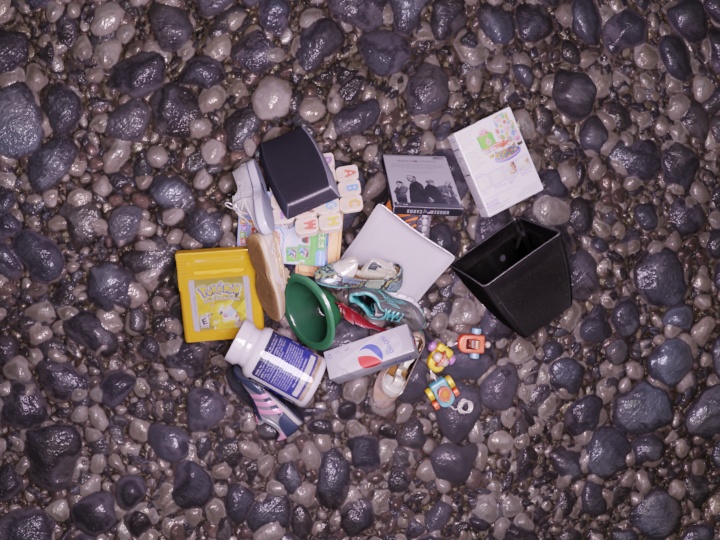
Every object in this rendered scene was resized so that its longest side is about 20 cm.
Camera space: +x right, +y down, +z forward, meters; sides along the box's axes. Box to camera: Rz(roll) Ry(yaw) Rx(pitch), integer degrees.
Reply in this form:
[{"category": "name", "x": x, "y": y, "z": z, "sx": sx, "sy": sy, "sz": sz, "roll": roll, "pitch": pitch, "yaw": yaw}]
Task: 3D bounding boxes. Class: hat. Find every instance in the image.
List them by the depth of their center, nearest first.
[{"category": "hat", "x": -0.055, "y": 0.071, "z": 1.510, "sx": 0.175, "sy": 0.164, "sz": 0.203, "roll": -28, "pitch": 113, "yaw": -39}]

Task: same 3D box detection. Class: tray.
[{"category": "tray", "x": -0.089, "y": -0.088, "z": 1.502, "sx": 0.097, "sy": 0.037, "sz": 0.204, "roll": 4, "pitch": 92, "yaw": -8}]

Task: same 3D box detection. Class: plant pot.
[{"category": "plant pot", "x": 0.349, "y": 0.024, "z": 1.496, "sx": 0.198, "sy": 0.200, "sz": 0.179, "roll": -34, "pitch": 108, "yaw": -4}]

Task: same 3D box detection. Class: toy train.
[{"category": "toy train", "x": 0.222, "y": 0.229, "z": 1.554, "sx": 0.147, "sy": 0.056, "sz": 0.204, "roll": 8, "pitch": 92, "yaw": -8}]

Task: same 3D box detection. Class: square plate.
[{"category": "square plate", "x": 0.077, "y": -0.029, "z": 1.474, "sx": 0.197, "sy": 0.029, "sz": 0.201, "roll": 35, "pitch": 132, "yaw": -3}]

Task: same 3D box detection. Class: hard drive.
[{"category": "hard drive", "x": -0.133, "y": -0.212, "z": 1.430, "sx": 0.133, "sy": 0.043, "sz": 0.202, "roll": -22, "pitch": 59, "yaw": -5}]

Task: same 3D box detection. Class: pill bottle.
[{"category": "pill bottle", "x": -0.181, "y": 0.194, "z": 1.445, "sx": 0.198, "sy": 0.116, "sz": 0.117, "roll": 30, "pitch": 90, "yaw": -8}]

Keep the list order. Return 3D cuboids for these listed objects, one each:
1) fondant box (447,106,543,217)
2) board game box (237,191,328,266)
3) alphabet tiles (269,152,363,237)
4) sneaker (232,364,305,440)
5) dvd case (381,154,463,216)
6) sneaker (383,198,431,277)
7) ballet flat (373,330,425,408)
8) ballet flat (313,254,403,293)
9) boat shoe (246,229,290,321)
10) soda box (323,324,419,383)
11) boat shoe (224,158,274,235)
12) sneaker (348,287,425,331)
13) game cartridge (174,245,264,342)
[{"category": "fondant box", "x": 0.303, "y": -0.242, "z": 1.533, "sx": 0.142, "sy": 0.058, "sz": 0.203, "roll": -25, "pitch": 97, "yaw": -5}, {"category": "board game box", "x": -0.165, "y": -0.091, "z": 1.466, "sx": 0.196, "sy": 0.037, "sz": 0.154, "roll": 4, "pitch": 93, "yaw": 9}, {"category": "alphabet tiles", "x": -0.095, "y": -0.161, "z": 1.428, "sx": 0.192, "sy": 0.015, "sz": 0.203, "roll": -9, "pitch": 58, "yaw": 1}, {"category": "sneaker", "x": -0.218, "y": 0.291, "z": 1.493, "sx": 0.200, "sy": 0.070, "sz": 0.082, "roll": 44, "pitch": 94, "yaw": -3}, {"category": "dvd case", "x": 0.129, "y": -0.185, "z": 1.456, "sx": 0.147, "sy": 0.202, "sz": 0.025, "roll": 1, "pitch": 130, "yaw": -8}, {"category": "sneaker", "x": 0.096, "y": -0.089, "z": 1.514, "sx": 0.110, "sy": 0.078, "sz": 0.204, "roll": 12, "pitch": 107, "yaw": 14}, {"category": "ballet flat", "x": 0.087, "y": 0.222, "z": 1.529, "sx": 0.067, "sy": 0.067, "sz": 0.203, "roll": 25, "pitch": 90, "yaw": -9}, {"category": "ballet flat", "x": 0.000, "y": 0.000, "z": 1.435, "sx": 0.197, "sy": 0.074, "sz": 0.076, "roll": 5, "pitch": 93, "yaw": -22}, {"category": "boat shoe", "x": -0.180, "y": 0.008, "z": 1.428, "sx": 0.069, "sy": 0.073, "sz": 0.203, "roll": -31, "pitch": 125, "yaw": -38}, {"category": "soda box", "x": 0.024, "y": 0.184, "z": 1.485, "sx": 0.197, "sy": 0.068, "sz": 0.064, "roll": -19, "pitch": 67, "yaw": 8}, {"category": "boat shoe", "x": -0.235, "y": -0.141, "z": 1.399, "sx": 0.085, "sy": 0.075, "sz": 0.204, "roll": -23, "pitch": 55, "yaw": 5}, {"category": "sneaker", "x": 0.050, "y": 0.083, "z": 1.490, "sx": 0.198, "sy": 0.092, "sz": 0.078, "roll": 32, "pitch": 125, "yaw": -4}, {"category": "game cartridge", "x": -0.298, "y": 0.051, "z": 1.459, "sx": 0.173, "sy": 0.033, "sz": 0.204, "roll": -5, "pitch": 111, "yaw": -7}]
